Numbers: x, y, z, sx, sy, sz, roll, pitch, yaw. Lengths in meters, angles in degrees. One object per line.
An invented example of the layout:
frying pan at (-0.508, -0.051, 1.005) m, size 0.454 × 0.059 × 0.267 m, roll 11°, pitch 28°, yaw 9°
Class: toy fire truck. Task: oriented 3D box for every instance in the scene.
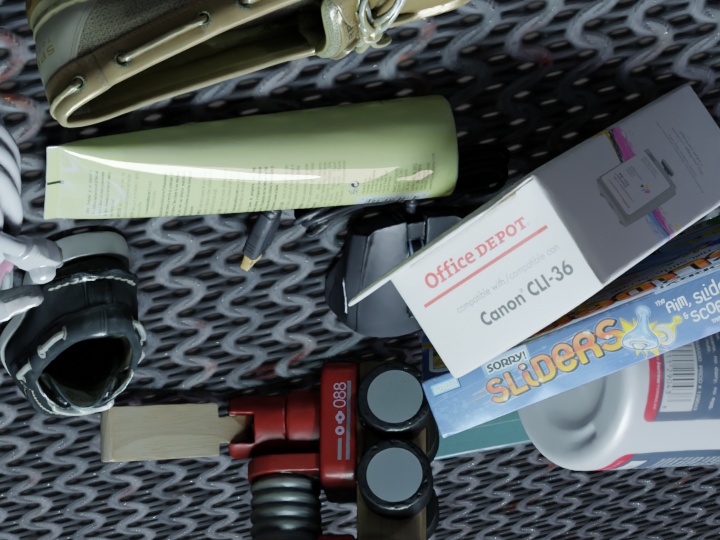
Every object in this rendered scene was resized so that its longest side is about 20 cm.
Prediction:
toy fire truck at (-0.053, 0.142, 1.455) m, size 0.200 × 0.176 × 0.129 m, roll -1°, pitch 159°, yaw 5°

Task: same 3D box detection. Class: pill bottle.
pill bottle at (0.207, 0.063, 1.479) m, size 0.200 × 0.120 × 0.120 m, roll 1°, pitch 153°, yaw -35°

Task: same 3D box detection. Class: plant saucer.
plant saucer at (0.063, 0.115, 1.647) m, size 0.200 × 0.019 × 0.070 m, roll -8°, pitch 157°, yaw -13°

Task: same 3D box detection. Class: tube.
tube at (-0.054, -0.053, 1.139) m, size 0.200 × 0.052 × 0.058 m, roll -7°, pitch 116°, yaw -11°

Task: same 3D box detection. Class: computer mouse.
computer mouse at (0.000, 0.000, 1.291) m, size 0.140 × 0.046 × 0.200 m, roll -9°, pitch 157°, yaw -18°

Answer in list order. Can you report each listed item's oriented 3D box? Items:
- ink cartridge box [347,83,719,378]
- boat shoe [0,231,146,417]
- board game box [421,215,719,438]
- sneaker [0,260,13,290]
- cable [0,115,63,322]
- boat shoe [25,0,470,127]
ink cartridge box at (0.097, -0.014, 1.189) m, size 0.200 × 0.068 × 0.116 m, roll -29°, pitch 175°, yaw -47°
boat shoe at (-0.157, 0.048, 1.286) m, size 0.075 × 0.060 × 0.200 m, roll -11°, pitch 158°, yaw -11°
board game box at (0.131, 0.026, 1.293) m, size 0.200 × 0.035 × 0.135 m, roll -22°, pitch -171°, yaw 5°
sneaker at (-0.207, 0.020, 1.159) m, size 0.070 × 0.082 × 0.200 m, roll -12°, pitch 158°, yaw -14°
cable at (-0.215, -0.025, 0.796) m, size 0.200 × 0.069 × 0.200 m, roll -14°, pitch 159°, yaw 2°
boat shoe at (-0.037, -0.105, 0.992) m, size 0.200 × 0.063 × 0.073 m, roll -9°, pitch 158°, yaw -13°
